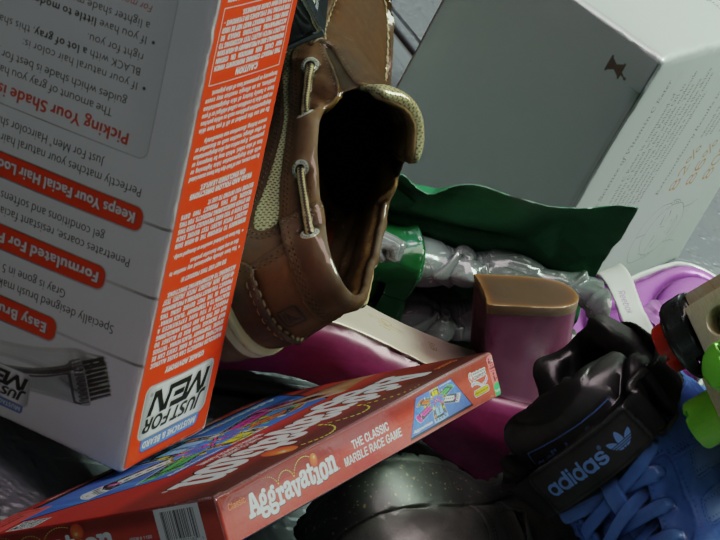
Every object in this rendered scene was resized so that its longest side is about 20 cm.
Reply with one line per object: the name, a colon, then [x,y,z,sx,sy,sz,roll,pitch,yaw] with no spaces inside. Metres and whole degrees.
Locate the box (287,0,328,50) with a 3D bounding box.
box: [-0.117,-0.116,1.068,0.086,0.200,0.164,61,15,-23]

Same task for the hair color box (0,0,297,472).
hair color box: [-0.093,-0.046,0.940,0.111,0.200,0.064,22,20,22]

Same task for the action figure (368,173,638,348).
action figure: [0.000,0.000,1.118,0.200,0.118,0.055,14,37,-12]

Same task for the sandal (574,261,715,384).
sandal: [0.134,0.024,1.252,0.082,0.050,0.203,33,25,10]

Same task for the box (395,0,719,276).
box: [0.107,-0.078,1.297,0.106,0.152,0.200,38,26,19]

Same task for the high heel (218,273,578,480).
high heel: [-0.013,0.048,1.074,0.200,0.096,0.067,5,23,-1]

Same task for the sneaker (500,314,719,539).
sneaker: [0.093,0.093,0.922,0.111,0.077,0.200,42,30,-20]

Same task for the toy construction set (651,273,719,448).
toy construction set: [0.166,0.060,0.912,0.131,0.092,0.200,68,9,23]

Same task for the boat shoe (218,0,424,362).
boat shoe: [-0.006,-0.048,1.036,0.075,0.075,0.203,51,37,-35]

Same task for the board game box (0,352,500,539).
board game box: [-0.039,0.066,0.942,0.200,0.103,0.019,-23,100,-60]

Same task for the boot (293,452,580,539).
boot: [0.074,0.131,0.987,0.200,0.068,0.131,0,47,-43]
